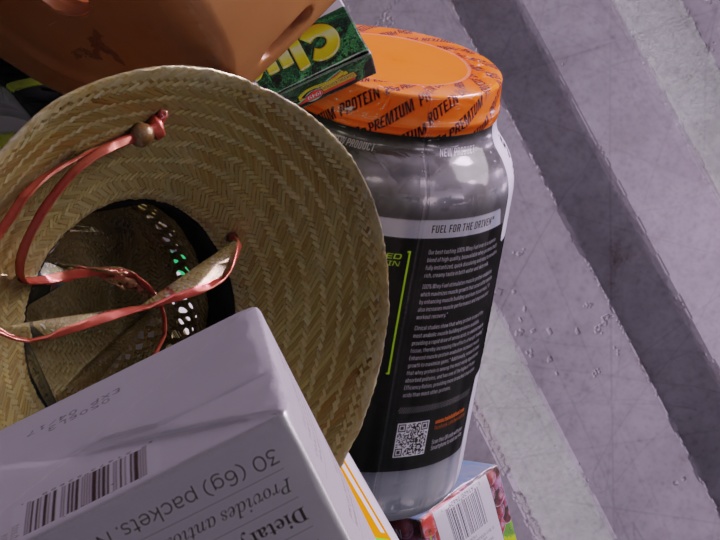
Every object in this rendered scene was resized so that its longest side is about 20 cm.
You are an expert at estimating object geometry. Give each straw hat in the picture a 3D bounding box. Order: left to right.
[{"bbox_3d":[-0.090,0.013,0.841,0.085,0.201,0.201,21,-34,46],"label":"straw hat"}]

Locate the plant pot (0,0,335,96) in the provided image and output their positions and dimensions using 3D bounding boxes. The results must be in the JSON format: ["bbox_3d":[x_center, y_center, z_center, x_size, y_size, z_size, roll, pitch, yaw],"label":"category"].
[{"bbox_3d":[-0.072,-0.147,0.844,0.200,0.140,0.200,24,-25,12],"label":"plant pot"}]

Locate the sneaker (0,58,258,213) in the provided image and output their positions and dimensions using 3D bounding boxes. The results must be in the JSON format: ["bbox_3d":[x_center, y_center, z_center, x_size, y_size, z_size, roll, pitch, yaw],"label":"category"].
[{"bbox_3d":[-0.112,-0.055,0.929,0.200,0.075,0.077,21,-40,22],"label":"sneaker"}]

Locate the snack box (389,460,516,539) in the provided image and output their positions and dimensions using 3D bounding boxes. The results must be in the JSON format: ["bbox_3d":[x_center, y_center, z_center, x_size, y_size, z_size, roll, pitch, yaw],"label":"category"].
[{"bbox_3d":[0.013,0.191,1.230,0.168,0.068,0.201,3,-64,45],"label":"snack box"}]

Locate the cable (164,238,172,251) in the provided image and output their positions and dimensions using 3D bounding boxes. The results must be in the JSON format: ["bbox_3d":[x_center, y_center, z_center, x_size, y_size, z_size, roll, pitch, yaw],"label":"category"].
[{"bbox_3d":[-0.059,0.018,1.222,0.069,0.200,0.200,55,-43,22],"label":"cable"}]

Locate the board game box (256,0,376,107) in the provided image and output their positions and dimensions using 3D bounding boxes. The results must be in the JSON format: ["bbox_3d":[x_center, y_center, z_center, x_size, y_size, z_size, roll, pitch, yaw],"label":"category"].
[{"bbox_3d":[-0.105,-0.083,1.002,0.023,0.200,0.105,72,-8,-63],"label":"board game box"}]

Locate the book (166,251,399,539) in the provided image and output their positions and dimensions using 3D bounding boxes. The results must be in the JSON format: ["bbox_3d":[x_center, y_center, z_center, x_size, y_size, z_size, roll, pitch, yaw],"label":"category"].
[{"bbox_3d":[-0.032,0.086,0.949,0.200,0.048,0.134,59,13,16],"label":"book"}]

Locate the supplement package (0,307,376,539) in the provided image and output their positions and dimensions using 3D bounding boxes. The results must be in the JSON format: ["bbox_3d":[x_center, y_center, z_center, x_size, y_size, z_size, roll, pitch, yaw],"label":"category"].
[{"bbox_3d":[-0.033,0.134,0.659,0.200,0.121,0.120,63,-1,-14],"label":"supplement package"}]

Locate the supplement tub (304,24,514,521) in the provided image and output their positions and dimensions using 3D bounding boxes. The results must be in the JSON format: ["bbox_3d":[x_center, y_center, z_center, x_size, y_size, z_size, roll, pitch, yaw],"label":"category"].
[{"bbox_3d":[0.000,0.000,1.075,0.123,0.122,0.201,-119,-144,-63],"label":"supplement tub"}]
